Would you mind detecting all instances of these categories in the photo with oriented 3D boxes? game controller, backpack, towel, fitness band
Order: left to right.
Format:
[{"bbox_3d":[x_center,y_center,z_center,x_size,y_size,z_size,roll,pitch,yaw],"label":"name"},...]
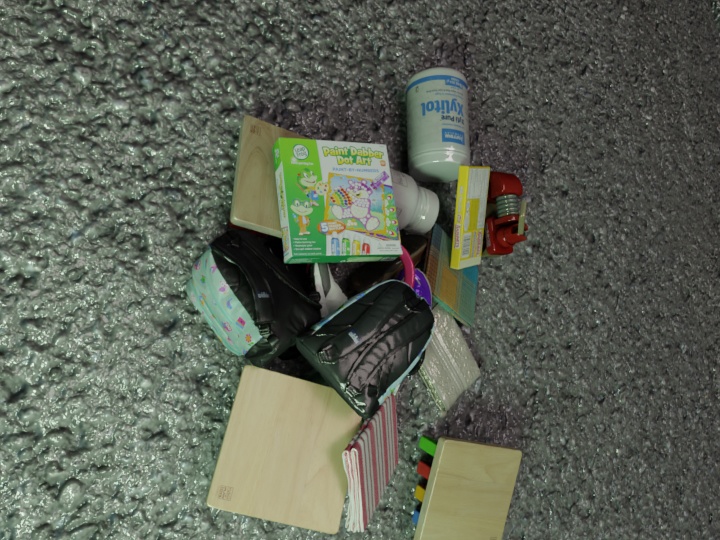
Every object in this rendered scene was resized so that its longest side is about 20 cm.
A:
[{"bbox_3d":[-0.173,0.040,0.884,0.201,0.127,0.167,49,26,6],"label":"backpack"},{"bbox_3d":[-0.134,0.050,0.995,0.103,0.042,0.203,-24,94,-19],"label":"game controller"},{"bbox_3d":[0.000,0.000,1.017,0.197,0.037,0.146,15,86,12],"label":"fitness band"},{"bbox_3d":[0.019,0.293,0.916,0.200,0.029,0.149,-40,130,-63],"label":"towel"},{"bbox_3d":[0.022,0.105,0.890,0.163,0.154,0.200,44,77,8],"label":"backpack"},{"bbox_3d":[0.165,0.165,1.166,0.132,0.034,0.202,-35,101,-32],"label":"towel"},{"bbox_3d":[0.185,0.013,1.171,0.199,0.021,0.149,37,55,-43],"label":"towel"}]

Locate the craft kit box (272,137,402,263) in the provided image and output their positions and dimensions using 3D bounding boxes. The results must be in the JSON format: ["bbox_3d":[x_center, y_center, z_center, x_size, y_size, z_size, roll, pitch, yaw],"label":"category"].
[{"bbox_3d":[-0.037,-0.114,0.947,0.197,0.048,0.201,-2,73,-25],"label":"craft kit box"}]

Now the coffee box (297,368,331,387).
[{"bbox_3d":[-0.100,0.247,0.972,0.198,0.044,0.125,-26,96,-34],"label":"coffee box"}]

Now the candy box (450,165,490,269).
[{"bbox_3d":[0.222,-0.108,1.160,0.102,0.026,0.204,-12,109,-54],"label":"candy box"}]

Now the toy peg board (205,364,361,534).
[{"bbox_3d":[-0.116,0.274,0.888,0.196,0.098,0.203,18,71,-13],"label":"toy peg board"}]

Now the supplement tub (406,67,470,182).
[{"bbox_3d":[0.160,-0.299,1.189,0.130,0.131,0.204,6,77,-32],"label":"supplement tub"}]

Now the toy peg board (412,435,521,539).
[{"bbox_3d":[0.186,0.419,1.106,0.197,0.097,0.203,17,87,-28],"label":"toy peg board"}]

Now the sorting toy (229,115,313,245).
[{"bbox_3d":[-0.128,-0.136,0.992,0.196,0.069,0.203,15,61,-28],"label":"sorting toy"}]

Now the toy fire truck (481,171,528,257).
[{"bbox_3d":[0.304,-0.130,1.210,0.127,0.199,0.179,2,80,-33],"label":"toy fire truck"}]

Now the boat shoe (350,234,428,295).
[{"bbox_3d":[0.058,0.002,1.111,0.199,0.075,0.075,-37,132,-30],"label":"boat shoe"}]

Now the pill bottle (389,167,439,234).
[{"bbox_3d":[0.048,-0.137,1.096,0.197,0.114,0.116,15,73,-30],"label":"pill bottle"}]

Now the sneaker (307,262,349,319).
[{"bbox_3d":[-0.036,0.071,0.979,0.079,0.074,0.203,-17,95,-12],"label":"sneaker"}]

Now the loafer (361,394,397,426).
[{"bbox_3d":[0.039,0.253,1.046,0.069,0.069,0.204,9,87,-54],"label":"loafer"}]

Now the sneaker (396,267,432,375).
[{"bbox_3d":[0.094,0.099,1.045,0.068,0.100,0.204,0,106,9],"label":"sneaker"}]
